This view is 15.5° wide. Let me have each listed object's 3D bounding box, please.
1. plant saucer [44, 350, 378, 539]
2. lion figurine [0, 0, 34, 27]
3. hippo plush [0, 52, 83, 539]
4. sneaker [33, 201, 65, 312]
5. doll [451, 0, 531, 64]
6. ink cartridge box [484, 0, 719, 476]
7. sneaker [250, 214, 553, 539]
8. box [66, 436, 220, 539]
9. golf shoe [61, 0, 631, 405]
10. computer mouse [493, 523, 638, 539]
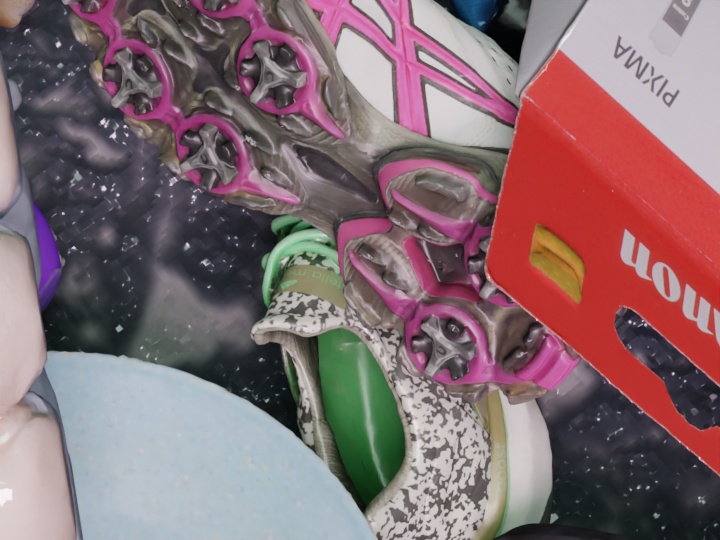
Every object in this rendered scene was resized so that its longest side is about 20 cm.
[{"bbox_3d":[-0.084,0.122,0.726,0.200,0.039,0.202,0,67,0],"label":"plant saucer"},{"bbox_3d":[-0.063,-0.143,0.800,0.122,0.200,0.073,-43,105,-40],"label":"lion figurine"},{"bbox_3d":[-0.161,0.005,0.668,0.160,0.160,0.201,-9,61,-5],"label":"hippo plush"},{"bbox_3d":[-0.181,-0.046,0.797,0.200,0.100,0.070,35,81,5],"label":"sneaker"},{"bbox_3d":[0.089,-0.106,0.848,0.136,0.048,0.201,31,79,-13],"label":"doll"},{"bbox_3d":[0.116,-0.032,0.756,0.161,0.050,0.201,39,38,-23],"label":"ink cartridge box"},{"bbox_3d":[0.000,0.000,0.791,0.077,0.088,0.201,-22,77,28],"label":"sneaker"},{"bbox_3d":[-0.126,0.087,0.793,0.199,0.060,0.117,18,78,1],"label":"box"},{"bbox_3d":[-0.004,-0.050,0.756,0.200,0.073,0.092,44,35,2],"label":"golf shoe"},{"bbox_3d":[0.117,0.106,0.715,0.199,0.141,0.046,16,58,17],"label":"computer mouse"}]
